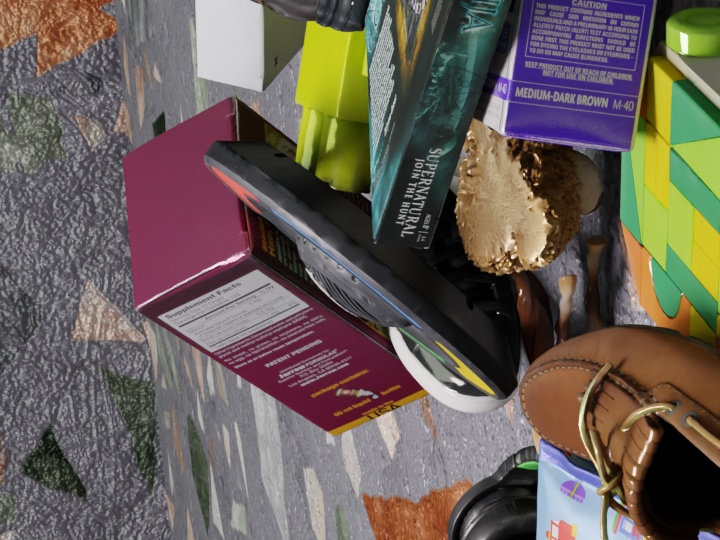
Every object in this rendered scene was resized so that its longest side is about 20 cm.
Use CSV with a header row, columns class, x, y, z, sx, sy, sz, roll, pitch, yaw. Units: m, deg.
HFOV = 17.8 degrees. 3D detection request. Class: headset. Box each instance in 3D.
class,x,y,z,sx,sy,sz,roll,pitch,yaw
headset,0.099,0.175,1.266,0.200,0.093,0.124,129,139,-53

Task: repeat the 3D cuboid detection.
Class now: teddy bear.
class,x,y,z,sx,sy,sz,roll,pitch,yaw
teddy bear,0.083,-0.101,1.105,0.145,0.066,0.202,-27,72,48

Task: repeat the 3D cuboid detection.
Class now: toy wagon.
class,x,y,z,sx,sy,sz,roll,pitch,yaw
toy wagon,0.141,-0.028,0.958,0.200,0.039,0.156,-120,26,-61

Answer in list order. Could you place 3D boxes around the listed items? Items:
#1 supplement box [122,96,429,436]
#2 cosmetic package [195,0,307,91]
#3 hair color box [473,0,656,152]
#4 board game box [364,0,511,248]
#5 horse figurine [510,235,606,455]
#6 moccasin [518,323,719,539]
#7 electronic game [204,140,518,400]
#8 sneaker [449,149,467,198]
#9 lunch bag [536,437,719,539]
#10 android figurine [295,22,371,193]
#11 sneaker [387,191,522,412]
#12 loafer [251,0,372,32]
class,x,y,z,sx,sy,sz,roll,pitch,yaw
supplement box,-0.043,0.002,1.350,0.200,0.085,0.111,36,-143,-46
cosmetic package,-0.040,-0.225,1.415,0.200,0.051,0.152,-54,-30,-50
hair color box,0.088,-0.158,0.973,0.109,0.064,0.202,-138,56,-75
board game box,0.035,-0.123,0.987,0.201,0.028,0.136,108,164,-53
horse figurine,0.114,0.071,1.126,0.200,0.049,0.133,-115,24,-54
moccasin,0.124,0.075,0.879,0.201,0.078,0.074,26,149,50
electronic game,0.000,0.000,1.181,0.200,0.042,0.200,38,178,2
sneaker,0.058,-0.125,1.245,0.200,0.074,0.116,-128,37,-51
lunch bag,0.153,0.167,0.943,0.200,0.093,0.152,-141,47,-60
android figurine,0.002,-0.144,1.223,0.182,0.041,0.202,-152,72,-77
sneaker,0.047,-0.026,1.315,0.112,0.072,0.201,93,166,-50
loafer,-0.039,-0.180,1.175,0.200,0.072,0.073,-112,30,-67
